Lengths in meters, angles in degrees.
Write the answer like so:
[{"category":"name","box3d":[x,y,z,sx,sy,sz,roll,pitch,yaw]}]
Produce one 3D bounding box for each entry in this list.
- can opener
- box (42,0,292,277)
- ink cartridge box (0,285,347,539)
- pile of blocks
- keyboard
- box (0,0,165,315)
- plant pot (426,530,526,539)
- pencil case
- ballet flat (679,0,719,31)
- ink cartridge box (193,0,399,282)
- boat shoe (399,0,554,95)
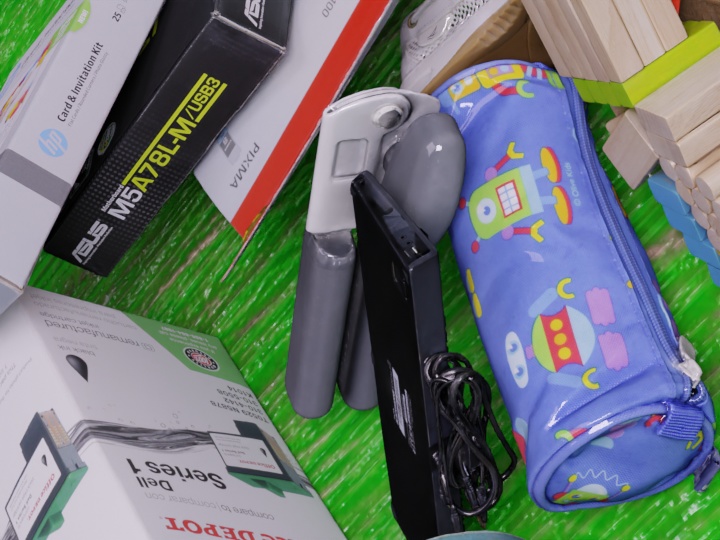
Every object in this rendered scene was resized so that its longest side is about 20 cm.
[{"category":"can opener","box3d":[0.000,0.000,0.818,0.200,0.052,0.067,103,155,-47]},{"category":"box","box3d":[-0.095,-0.126,0.969,0.193,0.047,0.201,-49,26,41]},{"category":"ink cartridge box","box3d":[-0.101,0.109,0.894,0.084,0.146,0.200,-55,45,18]},{"category":"pile of blocks","box3d":[0.142,-0.053,0.713,0.062,0.082,0.200,-34,84,-11]},{"category":"keyboard","box3d":[0.037,0.059,0.773,0.104,0.039,0.201,-121,17,-49]},{"category":"box","box3d":[-0.173,-0.050,0.923,0.156,0.041,0.200,-35,28,53]},{"category":"plant pot","box3d":[0.057,0.232,0.660,0.196,0.200,0.201,42,110,37]},{"category":"pencil case","box3d":[0.085,0.003,0.770,0.087,0.078,0.201,-36,53,28]},{"category":"ballet flat","box3d":[0.176,-0.138,0.685,0.200,0.072,0.068,-19,65,44]},{"category":"ink cartridge box","box3d":[-0.030,-0.096,0.872,0.160,0.047,0.200,-58,5,17]},{"category":"boat shoe","box3d":[0.079,-0.138,0.794,0.200,0.071,0.070,-37,57,39]}]
